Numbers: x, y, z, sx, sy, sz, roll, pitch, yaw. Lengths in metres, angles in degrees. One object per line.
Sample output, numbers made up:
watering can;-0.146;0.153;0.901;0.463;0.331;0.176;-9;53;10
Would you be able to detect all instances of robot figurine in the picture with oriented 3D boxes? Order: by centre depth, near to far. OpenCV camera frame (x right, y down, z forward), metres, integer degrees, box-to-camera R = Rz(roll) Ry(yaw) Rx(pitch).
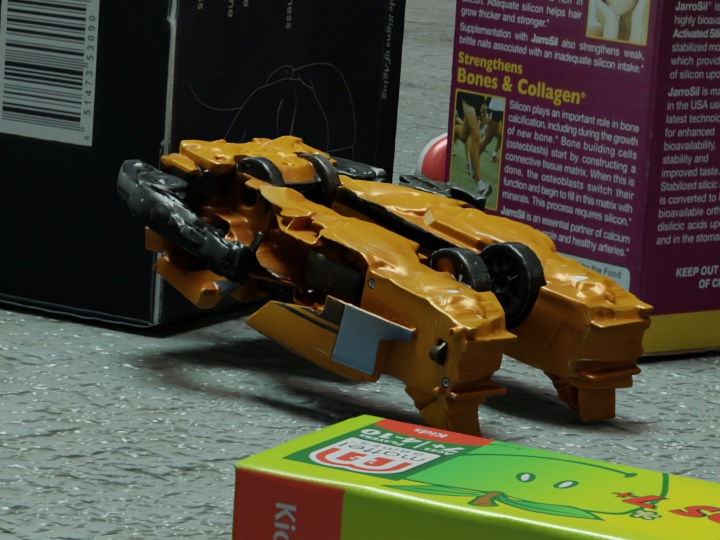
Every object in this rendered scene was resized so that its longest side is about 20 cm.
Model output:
robot figurine;0.000;0.000;0.968;0.145;0.058;0.200;-4;22;-43

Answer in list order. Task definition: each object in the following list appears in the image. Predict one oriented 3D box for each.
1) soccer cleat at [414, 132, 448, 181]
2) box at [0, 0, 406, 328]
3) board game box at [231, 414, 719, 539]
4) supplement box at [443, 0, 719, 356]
soccer cleat;0.096;-0.037;1.296;0.200;0.069;0.085;0;1;-38
box;-0.076;-0.092;1.127;0.124;0.200;0.197;10;11;29
board game box;0.074;0.091;0.411;0.200;0.102;0.048;9;10;27
supplement box;0.115;-0.075;1.106;0.103;0.200;0.131;-4;13;-37
